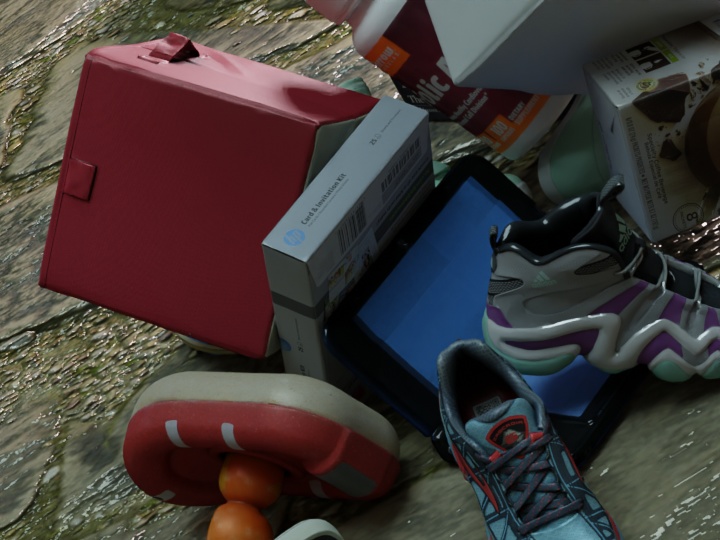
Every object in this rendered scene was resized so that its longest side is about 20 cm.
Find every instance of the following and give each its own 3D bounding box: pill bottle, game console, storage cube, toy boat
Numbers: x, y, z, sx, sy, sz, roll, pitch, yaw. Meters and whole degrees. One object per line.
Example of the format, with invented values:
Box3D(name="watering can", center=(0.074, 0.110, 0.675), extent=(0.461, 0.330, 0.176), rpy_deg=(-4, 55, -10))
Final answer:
Box3D(name="pill bottle", center=(0.066, -0.182, 1.766), extent=(0.114, 0.200, 0.114), rpy_deg=(-55, 6, 9))
Box3D(name="game console", center=(0.107, 0.025, 1.610), extent=(0.170, 0.118, 0.200), rpy_deg=(5, 46, 46))
Box3D(name="storage cube", center=(-0.102, -0.058, 1.709), extent=(0.179, 0.200, 0.171), rpy_deg=(18, 14, 15))
Box3D(name="toy boat", center=(-0.076, 0.146, 1.617), extent=(0.200, 0.130, 0.131), rpy_deg=(-1, 65, 41))

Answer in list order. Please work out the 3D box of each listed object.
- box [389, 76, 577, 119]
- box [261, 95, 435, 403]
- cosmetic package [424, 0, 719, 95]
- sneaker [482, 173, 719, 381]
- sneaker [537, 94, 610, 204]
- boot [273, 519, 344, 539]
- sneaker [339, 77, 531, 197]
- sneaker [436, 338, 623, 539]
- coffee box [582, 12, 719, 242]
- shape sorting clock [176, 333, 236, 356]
Box3D(name="box", center=(0.098, -0.221, 1.911), extent=(0.200, 0.182, 0.104), rpy_deg=(3, 44, 45))
Box3D(name="box", center=(0.000, 0.000, 1.667), extent=(0.041, 0.200, 0.156), rpy_deg=(23, 57, 25))
Box3D(name="cosmetic package", center=(0.143, -0.249, 1.667), extent=(0.166, 0.167, 0.200), rpy_deg=(-45, 55, 45))
Box3D(name="sneaker", center=(0.177, -0.002, 1.521), extent=(0.199, 0.140, 0.078), rpy_deg=(-4, 34, 0))
Box3D(name="sneaker", center=(0.221, -0.134, 1.778), extent=(0.118, 0.074, 0.201), rpy_deg=(-6, 48, 46))
Box3D(name="boot", center=(-0.108, 0.226, 1.562), extent=(0.200, 0.072, 0.144), rpy_deg=(-45, 31, -15))
Box3D(name="sneaker", center=(0.027, -0.088, 1.798), extent=(0.200, 0.119, 0.074), rpy_deg=(-3, 7, 15))
Box3D(name="sneaker", center=(0.094, 0.124, 1.466), extent=(0.079, 0.096, 0.200), rpy_deg=(-30, 52, -3))
Box3D(name="coffee box", center=(0.268, -0.116, 1.640), extent=(0.200, 0.113, 0.080), rpy_deg=(-22, 30, -4))
Box3D(name="shape sorting clock", center=(-0.063, -0.006, 1.885), extent=(0.200, 0.039, 0.200), rpy_deg=(-23, 32, 15))
